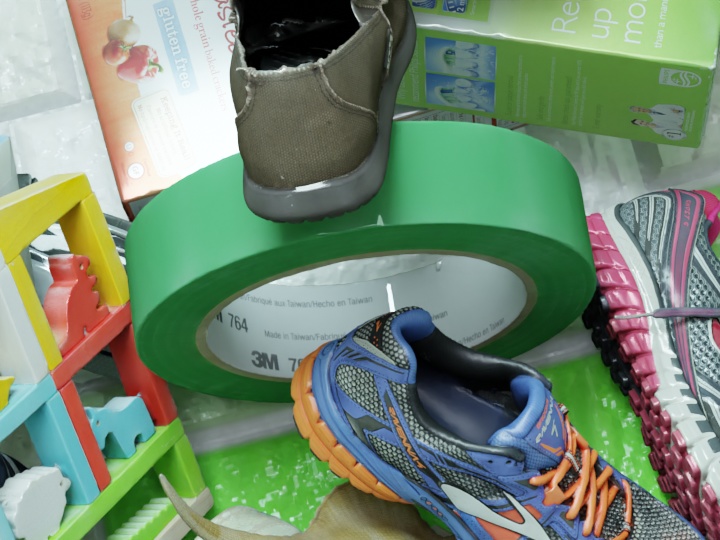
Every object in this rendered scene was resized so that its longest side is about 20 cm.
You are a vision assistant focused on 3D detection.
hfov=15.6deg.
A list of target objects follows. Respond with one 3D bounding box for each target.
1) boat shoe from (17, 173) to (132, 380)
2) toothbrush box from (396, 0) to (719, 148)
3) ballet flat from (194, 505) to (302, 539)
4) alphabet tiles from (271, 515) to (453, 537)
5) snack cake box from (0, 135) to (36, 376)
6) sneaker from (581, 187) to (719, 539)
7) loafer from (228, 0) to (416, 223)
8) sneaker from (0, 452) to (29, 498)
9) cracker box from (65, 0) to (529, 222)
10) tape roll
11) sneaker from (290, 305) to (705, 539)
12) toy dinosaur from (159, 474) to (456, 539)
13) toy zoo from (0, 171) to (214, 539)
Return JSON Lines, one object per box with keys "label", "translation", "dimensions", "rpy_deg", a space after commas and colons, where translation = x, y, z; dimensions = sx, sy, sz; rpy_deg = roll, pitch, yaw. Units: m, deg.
{"label": "boat shoe", "translation": [-0.167, -0.010, 1.220], "dimensions": [0.199, 0.072, 0.071], "rpy_deg": [22, 57, 8]}
{"label": "toothbrush box", "translation": [0.067, -0.150, 1.177], "dimensions": [0.198, 0.086, 0.147], "rpy_deg": [9, 69, 7]}
{"label": "ballet flat", "translation": [-0.101, 0.181, 1.142], "dimensions": [0.200, 0.068, 0.062], "rpy_deg": [-41, 41, -13]}
{"label": "alphabet tiles", "translation": [0.018, 0.198, 1.152], "dimensions": [0.199, 0.008, 0.168], "rpy_deg": [29, 75, 14]}
{"label": "snack cake box", "translation": [-0.246, 0.002, 1.163], "dimensions": [0.198, 0.116, 0.067], "rpy_deg": [1, 25, 20]}
{"label": "sneaker", "translation": [0.157, 0.052, 1.157], "dimensions": [0.074, 0.081, 0.201], "rpy_deg": [-20, 69, -5]}
{"label": "loafer", "translation": [-0.016, -0.100, 1.038], "dimensions": [0.072, 0.071, 0.201], "rpy_deg": [-9, 34, 3]}
{"label": "sneaker", "translation": [-0.205, 0.159, 1.130], "dimensions": [0.070, 0.109, 0.201], "rpy_deg": [27, 74, 14]}
{"label": "cracker box", "translation": [-0.031, -0.109, 1.244], "dimensions": [0.198, 0.058, 0.135], "rpy_deg": [-17, 69, -3]}
{"label": "tape roll", "translation": [0.000, 0.000, 1.123], "dimensions": [0.199, 0.201, 0.049], "rpy_deg": [-9, 67, 1]}
{"label": "sneaker", "translation": [0.067, 0.085, 1.108], "dimensions": [0.199, 0.078, 0.076], "rpy_deg": [30, 50, -10]}
{"label": "toy dinosaur", "translation": [0.000, 0.135, 1.126], "dimensions": [0.199, 0.058, 0.102], "rpy_deg": [2, 60, -30]}
{"label": "toy zoo", "translation": [-0.135, 0.049, 1.109], "dimensions": [0.020, 0.201, 0.131], "rpy_deg": [-3, 26, 35]}
